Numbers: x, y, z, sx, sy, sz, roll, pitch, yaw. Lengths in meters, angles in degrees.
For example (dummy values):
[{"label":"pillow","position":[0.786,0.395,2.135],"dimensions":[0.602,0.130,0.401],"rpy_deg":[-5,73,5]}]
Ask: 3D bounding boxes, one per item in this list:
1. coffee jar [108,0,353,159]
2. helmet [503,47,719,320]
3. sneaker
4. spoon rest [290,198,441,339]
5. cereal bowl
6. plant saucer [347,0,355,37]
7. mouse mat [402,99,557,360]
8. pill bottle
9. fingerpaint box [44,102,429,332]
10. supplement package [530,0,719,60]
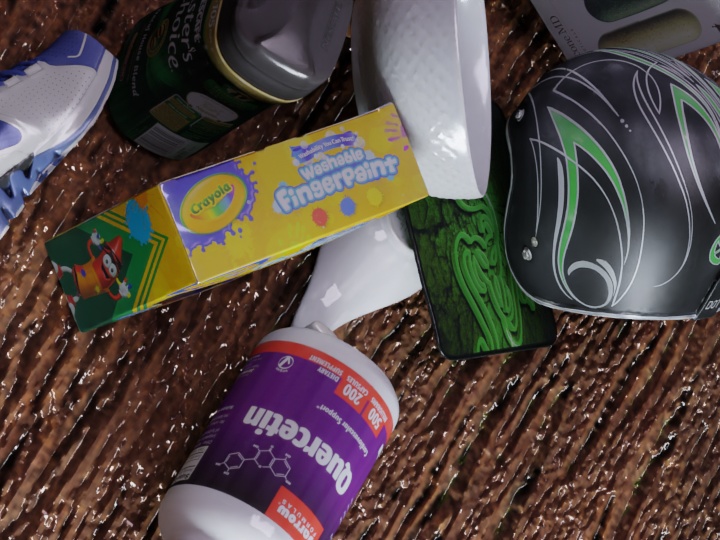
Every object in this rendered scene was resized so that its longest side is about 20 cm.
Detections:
[{"label":"coffee jar","position":[-0.088,-0.150,1.608],"dimensions":[0.085,0.200,0.105],"rpy_deg":[29,63,-25]},{"label":"helmet","position":[0.205,-0.070,1.789],"dimensions":[0.199,0.200,0.191],"rpy_deg":[-5,104,-35]},{"label":"sneaker","position":[-0.252,-0.100,1.559],"dimensions":[0.115,0.080,0.200],"rpy_deg":[44,59,-19]},{"label":"spoon rest","position":[0.000,0.000,1.727],"dimensions":[0.099,0.061,0.200],"rpy_deg":[50,43,-15]},{"label":"cereal bowl","position":[0.041,-0.149,1.678],"dimensions":[0.083,0.200,0.201],"rpy_deg":[-2,75,10]},{"label":"plant saucer","position":[-0.006,-0.268,1.752],"dimensions":[0.200,0.032,0.201],"rpy_deg":[30,53,-50]},{"label":"mouse mat","position":[0.083,-0.035,1.785],"dimensions":[0.161,0.008,0.201],"rpy_deg":[-6,81,-53]},{"label":"pill bottle","position":[-0.062,0.144,1.604],"dimensions":[0.112,0.112,0.200],"rpy_deg":[41,58,-18]},{"label":"fingerpaint box","position":[-0.083,-0.034,1.603],"dimensions":[0.200,0.167,0.074],"rpy_deg":[-22,90,-37]},{"label":"supplement package","position":[0.241,-0.264,1.835],"dimensions":[0.152,0.200,0.151],"rpy_deg":[55,43,-20]}]
